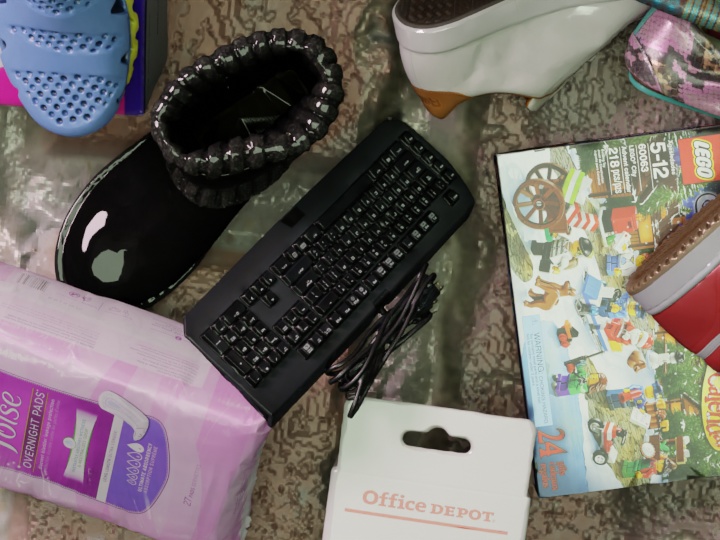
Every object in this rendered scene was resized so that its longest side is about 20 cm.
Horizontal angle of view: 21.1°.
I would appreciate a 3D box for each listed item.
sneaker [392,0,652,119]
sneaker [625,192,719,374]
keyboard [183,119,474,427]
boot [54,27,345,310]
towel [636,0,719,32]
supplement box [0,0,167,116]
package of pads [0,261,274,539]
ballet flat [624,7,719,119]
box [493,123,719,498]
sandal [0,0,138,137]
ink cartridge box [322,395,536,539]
[{"bbox_3d":[0.117,-0.145,1.104,0.199,0.073,0.085,-18,128,-5],"label":"sneaker"},{"bbox_3d":[0.251,-0.011,1.037,0.113,0.071,0.200,46,121,-5],"label":"sneaker"},{"bbox_3d":[0.000,0.000,1.069,0.104,0.040,0.200,44,60,-2],"label":"keyboard"},{"bbox_3d":[-0.095,-0.052,1.059,0.079,0.158,0.211,44,93,-4],"label":"boot"},{"bbox_3d":[0.258,-0.167,1.065,0.199,0.022,0.147,20,53,0],"label":"towel"},{"bbox_3d":[-0.211,-0.156,1.075,0.199,0.103,0.102,5,115,1],"label":"supplement box"},{"bbox_3d":[-0.145,0.078,1.094,0.199,0.076,0.121,19,124,1],"label":"package of pads"},{"bbox_3d":[0.246,-0.100,1.074,0.199,0.069,0.071,24,124,-7],"label":"ballet flat"},{"bbox_3d":[0.156,0.023,1.116,0.136,0.038,0.201,-8,93,3],"label":"box"},{"bbox_3d":[-0.158,-0.160,0.970,0.079,0.087,0.201,-3,114,4],"label":"sandal"},{"bbox_3d":[0.034,0.173,1.116,0.115,0.068,0.201,8,95,2],"label":"ink cartridge box"}]
